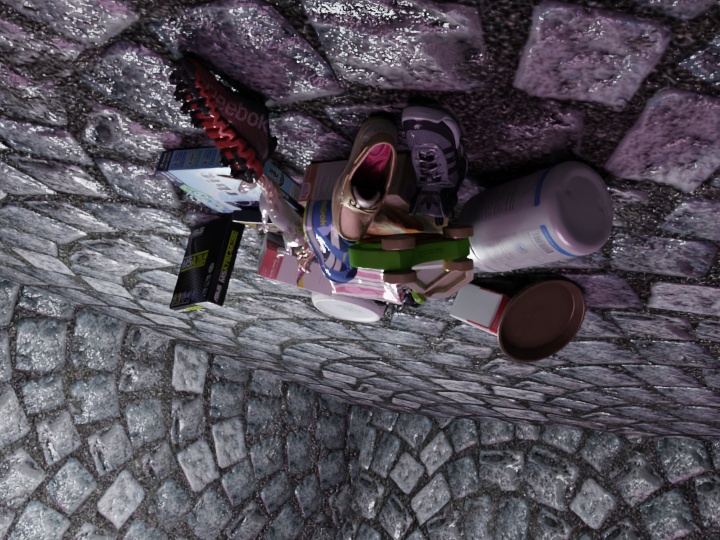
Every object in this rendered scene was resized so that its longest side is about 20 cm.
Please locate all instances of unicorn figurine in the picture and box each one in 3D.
[{"bbox_3d":[-0.141,-0.093,1.274,0.199,0.074,0.137,35,154,2],"label":"unicorn figurine"}]

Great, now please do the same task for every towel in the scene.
[{"bbox_3d":[0.000,0.000,1.392,0.145,0.030,0.201,9,148,15],"label":"towel"}]

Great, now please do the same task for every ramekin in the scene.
[{"bbox_3d":[-0.022,0.050,1.774,0.201,0.095,0.203,11,162,4],"label":"ramekin"}]

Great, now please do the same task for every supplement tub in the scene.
[{"bbox_3d":[0.253,-0.074,1.123,0.131,0.133,0.200,22,161,-28],"label":"supplement tub"}]

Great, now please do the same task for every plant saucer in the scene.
[{"bbox_3d":[0.363,0.098,1.557,0.199,0.201,0.030,24,-161,-32],"label":"plant saucer"}]

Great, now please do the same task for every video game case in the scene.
[{"bbox_3d":[-0.111,-0.086,1.445,0.198,0.026,0.181,4,176,20],"label":"video game case"}]

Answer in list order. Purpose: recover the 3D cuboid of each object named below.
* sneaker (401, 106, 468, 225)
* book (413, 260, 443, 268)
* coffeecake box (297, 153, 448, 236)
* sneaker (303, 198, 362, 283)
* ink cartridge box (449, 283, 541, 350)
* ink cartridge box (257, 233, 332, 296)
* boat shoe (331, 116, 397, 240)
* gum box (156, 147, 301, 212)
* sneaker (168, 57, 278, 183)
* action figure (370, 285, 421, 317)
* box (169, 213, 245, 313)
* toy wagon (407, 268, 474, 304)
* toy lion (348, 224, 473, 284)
[{"bbox_3d":[0.099,-0.137,1.063,0.075,0.115,0.200,5,161,23],"label":"sneaker"},{"bbox_3d":[0.172,-0.027,1.311,0.198,0.048,0.134,-5,180,-1],"label":"book"},{"bbox_3d":[0.024,-0.116,1.252,0.199,0.074,0.153,0,160,37],"label":"coffeecake box"},{"bbox_3d":[-0.029,-0.042,1.247,0.082,0.074,0.200,-5,149,14],"label":"sneaker"},{"bbox_3d":[0.318,0.106,1.659,0.199,0.083,0.147,23,178,-29],"label":"ink cartridge box"},{"bbox_3d":[-0.112,-0.008,1.617,0.199,0.068,0.117,17,-163,-12],"label":"ink cartridge box"},{"bbox_3d":[0.004,-0.118,1.098,0.073,0.069,0.201,8,126,-11],"label":"boat shoe"},{"bbox_3d":[-0.227,-0.157,1.353,0.199,0.045,0.170,1,159,31],"label":"gum box"},{"bbox_3d":[-0.185,-0.223,1.078,0.071,0.098,0.201,11,144,50],"label":"sneaker"},{"bbox_3d":[0.090,0.013,1.561,0.118,0.103,0.200,8,144,-15],"label":"action figure"},{"bbox_3d":[-0.329,-0.010,1.640,0.047,0.195,0.199,21,162,-33],"label":"box"},{"bbox_3d":[0.124,-0.021,1.422,0.155,0.040,0.200,-38,126,24],"label":"toy wagon"},{"bbox_3d":[0.060,-0.031,1.151,0.199,0.069,0.191,-11,-168,-42],"label":"toy lion"}]
